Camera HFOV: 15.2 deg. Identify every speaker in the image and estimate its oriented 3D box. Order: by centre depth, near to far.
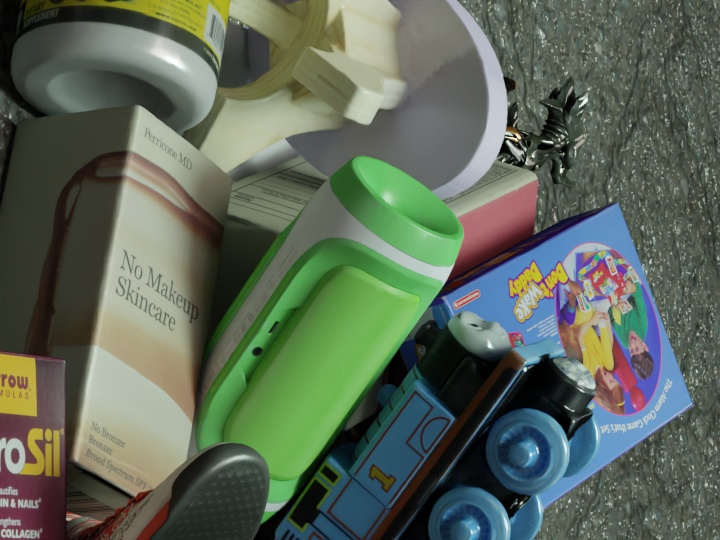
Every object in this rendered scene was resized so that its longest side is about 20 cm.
[{"bbox_3d":[-0.029,0.039,1.455,0.201,0.088,0.088,-55,156,18],"label":"speaker"}]

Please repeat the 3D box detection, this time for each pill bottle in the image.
[{"bbox_3d":[-0.122,-0.184,1.478,0.112,0.112,0.201,38,53,-52],"label":"pill bottle"}]

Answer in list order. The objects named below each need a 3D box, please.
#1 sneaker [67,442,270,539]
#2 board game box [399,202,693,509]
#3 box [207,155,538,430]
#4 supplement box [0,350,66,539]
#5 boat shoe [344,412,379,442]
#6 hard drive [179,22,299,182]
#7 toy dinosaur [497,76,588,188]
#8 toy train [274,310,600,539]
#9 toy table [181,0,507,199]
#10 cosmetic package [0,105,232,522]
[{"bbox_3d":[-0.124,0.142,1.359,0.067,0.108,0.202,7,122,-40],"label":"sneaker"},{"bbox_3d":[0.109,0.054,1.585,0.200,0.045,0.135,-26,96,-51],"label":"board game box"},{"bbox_3d":[0.000,0.000,1.608,0.200,0.127,0.110,-26,127,-51],"label":"box"},{"bbox_3d":[-0.205,0.139,1.306,0.110,0.085,0.202,11,76,-59],"label":"supplement box"},{"bbox_3d":[0.018,0.132,1.727,0.075,0.061,0.201,-79,159,-57],"label":"boat shoe"},{"bbox_3d":[-0.077,-0.080,1.630,0.200,0.025,0.133,13,75,-59],"label":"hard drive"},{"bbox_3d":[0.073,-0.083,1.859,0.135,0.102,0.202,-12,112,-38],"label":"toy dinosaur"},{"bbox_3d":[0.043,0.113,1.466,0.201,0.114,0.087,-55,166,17],"label":"toy train"},{"bbox_3d":[-0.021,-0.124,1.536,0.117,0.199,0.185,16,97,-50],"label":"toy table"},{"bbox_3d":[-0.140,0.026,1.437,0.103,0.087,0.201,35,55,-51],"label":"cosmetic package"}]
